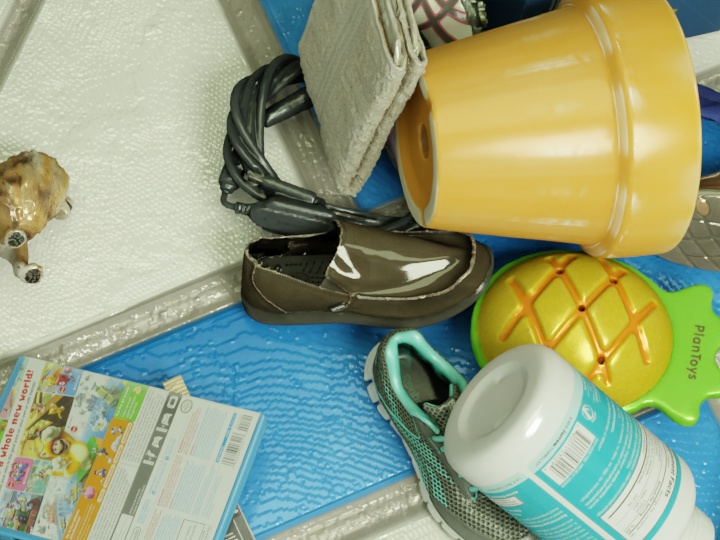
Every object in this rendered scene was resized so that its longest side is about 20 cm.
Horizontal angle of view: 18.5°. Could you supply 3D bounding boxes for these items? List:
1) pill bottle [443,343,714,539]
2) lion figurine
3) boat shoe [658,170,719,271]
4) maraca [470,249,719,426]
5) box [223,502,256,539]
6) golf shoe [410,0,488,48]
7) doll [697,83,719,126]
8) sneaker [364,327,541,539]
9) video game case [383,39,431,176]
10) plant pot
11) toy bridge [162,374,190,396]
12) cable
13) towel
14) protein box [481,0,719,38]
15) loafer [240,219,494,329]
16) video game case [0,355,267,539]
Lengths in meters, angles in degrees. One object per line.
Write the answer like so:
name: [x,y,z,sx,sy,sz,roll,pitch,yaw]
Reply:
pill bottle: [0.163,0.149,1.582,0.200,0.111,0.111,40,71,-23]
lion figurine: [-0.306,-0.014,1.697,0.200,0.073,0.123,-30,38,-4]
boat shoe: [0.308,-0.048,1.716,0.200,0.076,0.072,1,36,3]
maraca: [0.182,0.051,1.652,0.200,0.107,0.137,9,69,3]
box: [-0.158,0.255,1.609,0.200,0.048,0.159,-25,70,-9]
golf shoe: [0.051,-0.212,1.682,0.088,0.200,0.077,-11,33,4]
doll: [0.314,-0.107,1.694,0.200,0.136,0.049,26,108,35]
sneaker: [0.066,0.125,1.634,0.078,0.091,0.200,-34,73,-11]
video game case: [0.069,-0.139,1.746,0.143,0.019,0.200,-20,67,-23]
plant pot: [0.127,-0.103,1.615,0.183,0.200,0.200,-6,69,-13]
toy bridge: [-0.211,0.150,1.660,0.200,0.027,0.067,-25,72,-9]
cable: [-0.009,-0.091,1.741,0.200,0.051,0.163,10,61,-5]
towel: [-0.003,-0.155,1.633,0.034,0.200,0.133,-5,64,-18]
protein box: [0.193,-0.269,1.709,0.200,0.199,0.135,-14,68,-14]
loafer: [0.000,0.000,1.667,0.200,0.071,0.073,-7,51,11]
video game case: [-0.185,0.146,1.624,0.200,0.018,0.143,13,61,14]
